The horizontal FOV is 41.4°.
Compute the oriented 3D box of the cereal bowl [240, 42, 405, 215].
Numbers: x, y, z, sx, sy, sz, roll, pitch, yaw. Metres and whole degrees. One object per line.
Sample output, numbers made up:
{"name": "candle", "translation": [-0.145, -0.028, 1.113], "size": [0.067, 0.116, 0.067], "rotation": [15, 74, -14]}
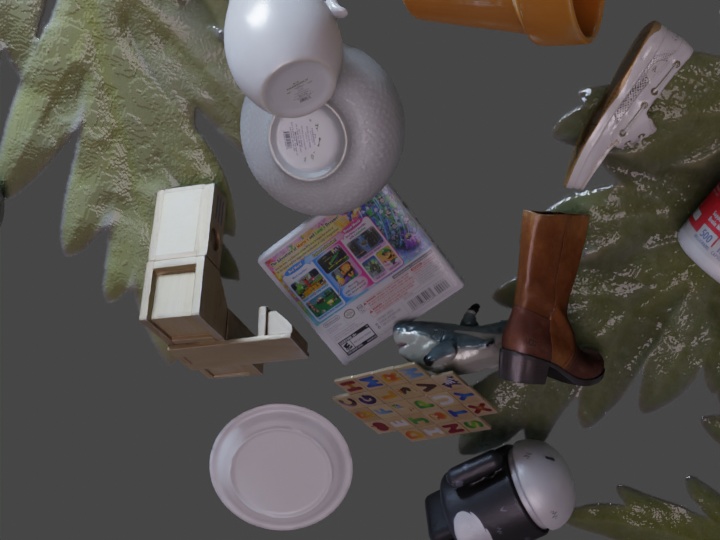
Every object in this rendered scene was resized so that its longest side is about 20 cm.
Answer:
{"name": "cereal bowl", "translation": [-0.049, -0.156, 1.086], "size": [0.197, 0.083, 0.203], "rotation": [4, 109, 11]}

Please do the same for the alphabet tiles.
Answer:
{"name": "alphabet tiles", "translation": [0.067, 0.170, 1.207], "size": [0.198, 0.006, 0.166], "rotation": [-17, 135, 39]}

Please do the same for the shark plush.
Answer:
{"name": "shark plush", "translation": [0.141, 0.073, 1.169], "size": [0.198, 0.084, 0.091], "rotation": [-23, 144, 9]}

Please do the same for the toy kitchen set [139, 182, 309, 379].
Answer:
{"name": "toy kitchen set", "translation": [-0.151, 0.018, 1.199], "size": [0.160, 0.183, 0.200], "rotation": [-6, 153, 15]}

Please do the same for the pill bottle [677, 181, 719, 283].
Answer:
{"name": "pill bottle", "translation": [0.451, -0.079, 1.037], "size": [0.111, 0.113, 0.201], "rotation": [32, 114, -6]}

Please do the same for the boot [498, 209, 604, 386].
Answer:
{"name": "boot", "translation": [0.241, 0.032, 1.138], "size": [0.186, 0.068, 0.204], "rotation": [7, 93, -34]}

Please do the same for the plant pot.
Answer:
{"name": "plant pot", "translation": [0.137, -0.324, 0.949], "size": [0.181, 0.200, 0.203], "rotation": [2, 115, 26]}

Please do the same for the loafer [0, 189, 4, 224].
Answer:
{"name": "loafer", "translation": [-0.524, -0.040, 1.232], "size": [0.075, 0.070, 0.201], "rotation": [31, 115, -5]}

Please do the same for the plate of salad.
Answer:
{"name": "plate of salad", "translation": [-0.109, 0.268, 1.315], "size": [0.196, 0.048, 0.203], "rotation": [-1, 111, -2]}

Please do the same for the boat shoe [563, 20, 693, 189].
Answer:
{"name": "boat shoe", "translation": [0.294, -0.167, 1.045], "size": [0.069, 0.071, 0.202], "rotation": [27, 114, -2]}

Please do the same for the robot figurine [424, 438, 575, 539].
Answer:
{"name": "robot figurine", "translation": [0.182, 0.298, 1.242], "size": [0.198, 0.150, 0.126], "rotation": [-29, 77, 20]}

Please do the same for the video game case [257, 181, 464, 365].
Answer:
{"name": "video game case", "translation": [0.000, 0.000, 1.193], "size": [0.199, 0.024, 0.183], "rotation": [-34, 104, 22]}

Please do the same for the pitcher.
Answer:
{"name": "pitcher", "translation": [-0.068, -0.272, 0.999], "size": [0.170, 0.202, 0.121], "rotation": [-27, 147, 11]}
